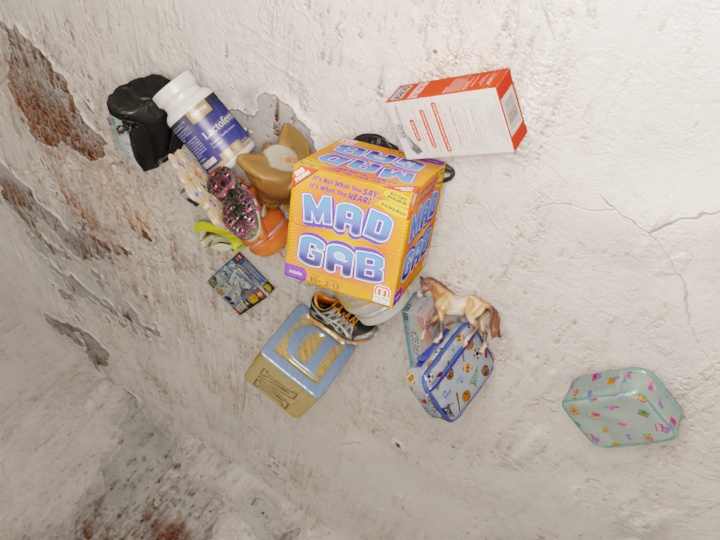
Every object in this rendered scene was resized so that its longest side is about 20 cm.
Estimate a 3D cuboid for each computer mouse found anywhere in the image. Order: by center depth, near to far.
[{"bbox_3d":[0.076,-0.201,1.174,0.199,0.034,0.059,22,120,14],"label":"computer mouse"}]

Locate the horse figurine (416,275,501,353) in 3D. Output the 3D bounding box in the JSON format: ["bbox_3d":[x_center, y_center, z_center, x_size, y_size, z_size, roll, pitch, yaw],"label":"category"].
[{"bbox_3d":[0.201,0.091,1.329,0.199,0.133,0.050,8,166,29],"label":"horse figurine"}]

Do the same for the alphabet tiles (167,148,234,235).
[{"bbox_3d":[-0.303,-0.154,1.305,0.200,0.015,0.196,57,-168,24],"label":"alphabet tiles"}]

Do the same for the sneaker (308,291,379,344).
[{"bbox_3d":[-0.045,0.115,1.595,0.199,0.078,0.077,19,132,23],"label":"sneaker"}]

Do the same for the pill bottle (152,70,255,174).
[{"bbox_3d":[-0.320,-0.298,1.336,0.200,0.116,0.116,50,143,-17],"label":"pill bottle"}]

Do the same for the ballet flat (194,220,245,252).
[{"bbox_3d":[-0.369,-0.082,1.666,0.199,0.067,0.067,12,138,33],"label":"ballet flat"}]

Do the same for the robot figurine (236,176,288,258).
[{"bbox_3d":[-0.234,-0.113,1.467,0.144,0.117,0.200,-17,118,50],"label":"robot figurine"}]

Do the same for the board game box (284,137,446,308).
[{"bbox_3d":[0.010,-0.089,1.117,0.199,0.200,0.201,17,118,16],"label":"board game box"}]

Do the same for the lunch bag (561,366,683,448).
[{"bbox_3d":[0.508,0.272,1.276,0.160,0.077,0.200,45,145,-12],"label":"lunch bag"}]

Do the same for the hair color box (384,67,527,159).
[{"bbox_3d":[0.148,-0.242,1.030,0.199,0.064,0.111,3,133,38],"label":"hair color box"}]

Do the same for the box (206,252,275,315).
[{"bbox_3d":[-0.331,0.040,1.792,0.137,0.040,0.200,47,144,-10],"label":"box"}]

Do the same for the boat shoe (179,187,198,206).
[{"bbox_3d":[-0.356,-0.186,1.540,0.200,0.070,0.066,-11,130,48],"label":"boat shoe"}]

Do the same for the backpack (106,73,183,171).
[{"bbox_3d":[-0.467,-0.319,1.430,0.127,0.167,0.200,49,152,19],"label":"backpack"}]

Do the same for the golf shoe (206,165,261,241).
[{"bbox_3d":[-0.228,-0.122,1.275,0.092,0.073,0.200,42,-167,-50],"label":"golf shoe"}]

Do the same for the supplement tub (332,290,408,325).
[{"bbox_3d":[0.000,0.000,1.361,0.145,0.146,0.200,-8,124,46],"label":"supplement tub"}]

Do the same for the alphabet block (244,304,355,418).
[{"bbox_3d":[-0.163,0.245,1.744,0.196,0.195,0.200,40,144,1],"label":"alphabet block"}]

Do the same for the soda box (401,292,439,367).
[{"bbox_3d":[0.144,0.145,1.468,0.068,0.064,0.200,17,139,27],"label":"soda box"}]

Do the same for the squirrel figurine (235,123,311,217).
[{"bbox_3d":[-0.152,-0.163,1.327,0.200,0.142,0.187,40,152,2],"label":"squirrel figurine"}]

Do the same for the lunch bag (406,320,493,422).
[{"bbox_3d":[0.189,0.211,1.384,0.075,0.200,0.161,5,135,50],"label":"lunch bag"}]
